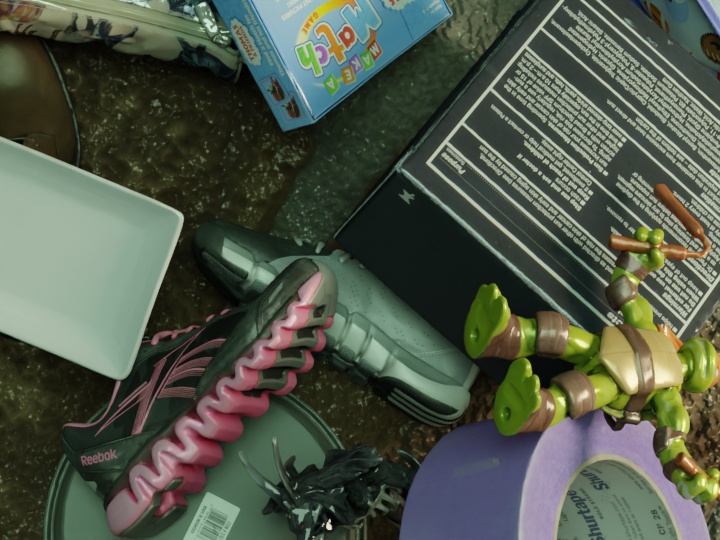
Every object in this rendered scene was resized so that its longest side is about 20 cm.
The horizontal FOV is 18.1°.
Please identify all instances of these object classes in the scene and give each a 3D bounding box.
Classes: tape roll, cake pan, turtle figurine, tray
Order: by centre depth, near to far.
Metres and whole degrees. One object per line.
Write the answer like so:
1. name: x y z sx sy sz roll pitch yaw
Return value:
1. turtle figurine: 0.136 0.043 1.221 0.160 0.064 0.202 4 63 -29
2. tape roll: 0.114 0.176 1.259 0.084 0.199 0.202 -14 75 37
3. tray: -0.208 -0.021 1.331 0.199 0.022 0.108 22 97 8
4. cake pan: -0.094 0.156 1.372 0.198 0.037 0.202 1 78 -4

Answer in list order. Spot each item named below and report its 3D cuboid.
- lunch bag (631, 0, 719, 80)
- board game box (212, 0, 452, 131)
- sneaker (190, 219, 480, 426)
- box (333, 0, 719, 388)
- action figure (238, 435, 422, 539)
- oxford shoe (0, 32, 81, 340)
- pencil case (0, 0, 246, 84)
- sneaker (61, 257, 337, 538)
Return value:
1. lunch bag: 0.274 -0.180 1.428 0.170 0.124 0.201 -36 99 -11
2. board game box: -0.040 -0.209 1.384 0.151 0.036 0.201 -40 107 -40
3. sneaker: 0.000 0.000 1.400 0.199 0.075 0.116 34 73 -6
4. box: 0.126 -0.040 1.351 0.200 0.123 0.199 41 60 -2
5. action figure: 0.019 0.162 1.307 0.199 0.119 0.103 22 53 -29
6. oxford shoe: -0.209 -0.065 1.389 0.072 0.084 0.202 -7 77 -3
7. pencil case: -0.159 -0.169 1.389 0.198 0.089 0.079 10 99 -17
8. sneaker: -0.099 0.059 1.328 0.200 0.079 0.095 -47 68 2
